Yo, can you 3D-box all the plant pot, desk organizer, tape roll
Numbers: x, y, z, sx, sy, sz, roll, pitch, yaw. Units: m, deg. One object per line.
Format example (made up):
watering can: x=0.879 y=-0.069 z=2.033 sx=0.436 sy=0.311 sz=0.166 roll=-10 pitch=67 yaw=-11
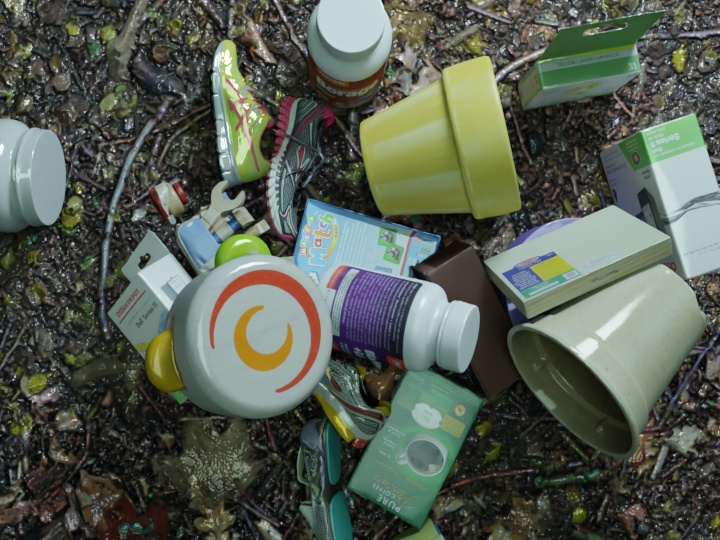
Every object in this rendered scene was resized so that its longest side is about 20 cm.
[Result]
plant pot: x=0.103 y=-0.159 z=0.965 sx=0.185 sy=0.201 sz=0.206 roll=-13 pitch=88 yaw=11
desk organizer: x=0.153 y=0.066 z=0.989 sx=0.076 sy=0.072 sz=0.203 roll=-30 pitch=103 yaw=-6
tape roll: x=0.289 y=0.031 z=1.013 sx=0.195 sy=0.085 sz=0.205 roll=0 pitch=88 yaw=-4
plant pot: x=0.314 y=0.089 z=0.888 sx=0.183 sy=0.200 sz=0.202 roll=-40 pitch=90 yaw=-15

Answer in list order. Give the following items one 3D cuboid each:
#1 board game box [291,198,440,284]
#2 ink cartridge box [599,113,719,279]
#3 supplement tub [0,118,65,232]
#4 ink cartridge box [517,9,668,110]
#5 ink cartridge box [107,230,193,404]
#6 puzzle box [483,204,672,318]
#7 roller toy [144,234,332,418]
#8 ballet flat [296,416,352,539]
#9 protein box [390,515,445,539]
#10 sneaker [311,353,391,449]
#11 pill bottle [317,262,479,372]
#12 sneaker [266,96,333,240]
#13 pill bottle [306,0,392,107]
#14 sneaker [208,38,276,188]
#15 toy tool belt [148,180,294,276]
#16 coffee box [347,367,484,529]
board game box: x=0.000 y=0.000 z=1.022 sx=0.196 sy=0.037 sz=0.155 roll=16 pitch=87 yaw=-3
ink cartridge box: x=0.421 y=-0.091 z=0.994 sx=0.082 sy=0.146 sz=0.204 roll=-17 pitch=88 yaw=-3
supplement tub: x=-0.506 y=-0.126 z=0.944 sx=0.195 sy=0.145 sz=0.149 roll=2 pitch=88 yaw=-3
ink cartridge box: x=0.306 y=-0.276 z=0.967 sx=0.142 sy=0.200 sz=0.049 roll=-11 pitch=88 yaw=-3
ink cartridge box: x=-0.259 y=0.063 z=0.961 sx=0.201 sy=0.067 sz=0.117 roll=51 pitch=130 yaw=0
puzzle box: x=0.267 y=-0.016 z=0.909 sx=0.196 sy=0.133 sz=0.026 roll=-23 pitch=116 yaw=-3
roller toy: x=-0.137 y=0.082 z=0.859 sx=0.182 sy=0.139 sz=0.202 roll=38 pitch=66 yaw=-20
ballet flat: x=-0.054 y=0.305 z=1.000 sx=0.070 sy=0.072 sz=0.205 roll=-6 pitch=88 yaw=-3
protein box: x=0.069 y=0.483 z=0.957 sx=0.196 sy=0.135 sz=0.203 roll=-29 pitch=90 yaw=-4
sneaker: x=-0.034 y=0.139 z=0.987 sx=0.082 sy=0.078 sz=0.201 roll=-39 pitch=91 yaw=11
pill bottle: x=0.045 y=0.063 z=0.912 sx=0.196 sy=0.111 sz=0.114 roll=13 pitch=87 yaw=25
sneaker: x=-0.085 y=-0.142 z=0.989 sx=0.073 sy=0.081 sz=0.205 roll=7 pitch=81 yaw=3
pill bottle: x=-0.016 y=-0.294 z=0.950 sx=0.109 sy=0.200 sz=0.115 roll=0 pitch=88 yaw=-3
sneaker: x=-0.164 y=-0.219 z=1.009 sx=0.088 sy=0.078 sz=0.205 roll=-7 pitch=94 yaw=-11
toy tool belt: x=-0.182 y=-0.051 z=0.976 sx=0.122 sy=0.125 sz=0.202 roll=-33 pitch=92 yaw=-16
coffee box: x=0.076 y=0.239 z=1.013 sx=0.121 sy=0.044 sz=0.203 roll=27 pitch=86 yaw=-1
